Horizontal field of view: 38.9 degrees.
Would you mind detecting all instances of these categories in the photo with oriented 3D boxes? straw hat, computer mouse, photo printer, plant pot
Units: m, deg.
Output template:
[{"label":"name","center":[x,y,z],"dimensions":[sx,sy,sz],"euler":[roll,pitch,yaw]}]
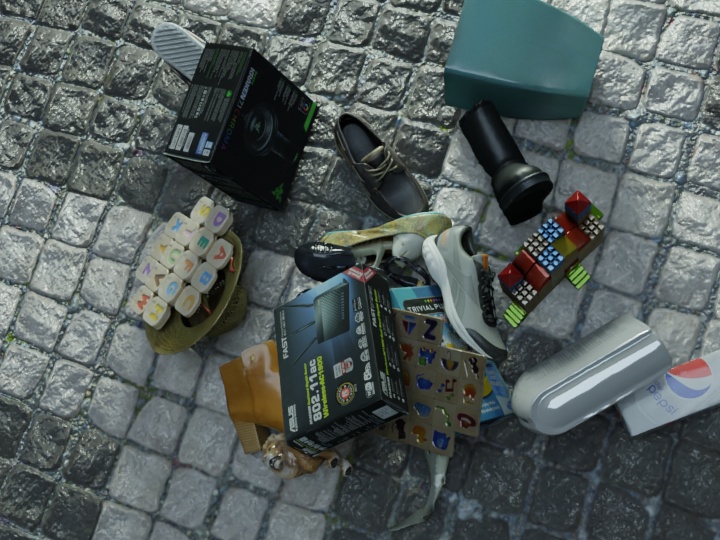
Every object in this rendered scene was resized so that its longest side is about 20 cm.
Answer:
[{"label":"straw hat","center":[-0.212,0.048,1.470],"dimensions":[0.200,0.085,0.203],"euler":[-25,48,30]},{"label":"computer mouse","center":[0.000,0.000,1.412],"dimensions":[0.198,0.034,0.059],"euler":[9,114,13]},{"label":"photo printer","center":[0.285,0.137,1.303],"dimensions":[0.199,0.166,0.070],"euler":[-31,92,4]},{"label":"plant pot","center":[0.232,-0.296,1.433],"dimensions":[0.198,0.141,0.143],"euler":[16,81,8]}]

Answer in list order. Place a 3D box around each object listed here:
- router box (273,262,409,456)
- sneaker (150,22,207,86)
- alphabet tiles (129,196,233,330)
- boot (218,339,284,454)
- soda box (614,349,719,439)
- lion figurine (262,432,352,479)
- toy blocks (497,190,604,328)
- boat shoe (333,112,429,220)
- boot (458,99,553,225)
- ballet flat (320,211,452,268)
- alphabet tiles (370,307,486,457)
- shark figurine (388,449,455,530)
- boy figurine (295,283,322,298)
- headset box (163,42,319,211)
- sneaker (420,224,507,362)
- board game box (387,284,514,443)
[{"label":"router box","center":[-0.028,0.110,1.273],"dimensions":[0.149,0.062,0.202],"euler":[-29,51,26]},{"label":"sneaker","center":[-0.233,-0.304,1.573],"dimensions":[0.078,0.079,0.200],"euler":[-44,97,6]},{"label":"alphabet tiles","center":[-0.262,-0.014,1.484],"dimensions":[0.195,0.015,0.201],"euler":[29,84,50]},{"label":"boot","center":[-0.101,0.166,1.425],"dimensions":[0.199,0.071,0.146],"euler":[-17,84,17]},{"label":"soda box","center":[0.429,0.153,1.316],"dimensions":[0.198,0.068,0.064],"euler":[-23,73,7]},{"label":"lion figurine","center":[-0.049,0.190,1.337],"dimensions":[0.122,0.072,0.202],"euler":[25,85,41]},{"label":"toy blocks","center":[0.254,-0.022,1.359],"dimensions":[0.200,0.137,0.100],"euler":[-45,72,0]},{"label":"boat shoe","center":[0.022,-0.149,1.474],"dimensions":[0.074,0.073,0.200],"euler":[-42,72,1]},{"label":"boot","center":[0.192,-0.156,1.379],"dimensions":[0.073,0.198,0.164],"euler":[-24,79,3]},{"label":"ballet flat","center":[0.035,-0.031,1.445],"dimensions":[0.198,0.071,0.072],"euler":[-9,75,15]},{"label":"alphabet tiles","center":[0.069,0.138,1.286],"dimensions":[0.198,0.008,0.169],"euler":[10,98,37]},{"label":"shark figurine","center":[0.080,0.236,1.385],"dimensions":[0.089,0.128,0.217],"euler":[-1,94,38]},{"label":"boy figurine","center":[-0.025,0.115,1.410],"dimensions":[0.123,0.065,0.201],"euler":[-16,58,-35]},{"label":"headset box","center":[-0.163,-0.201,1.469],"dimensions":[0.092,0.200,0.176],"euler":[14,79,32]},{"label":"sneaker","center":[0.150,0.029,1.362],"dimensions":[0.079,0.074,0.202],"euler":[-32,69,24]},{"label":"board game box","center":[0.113,0.117,1.350],"dimensions":[0.047,0.150,0.201],"euler":[-37,70,32]}]
